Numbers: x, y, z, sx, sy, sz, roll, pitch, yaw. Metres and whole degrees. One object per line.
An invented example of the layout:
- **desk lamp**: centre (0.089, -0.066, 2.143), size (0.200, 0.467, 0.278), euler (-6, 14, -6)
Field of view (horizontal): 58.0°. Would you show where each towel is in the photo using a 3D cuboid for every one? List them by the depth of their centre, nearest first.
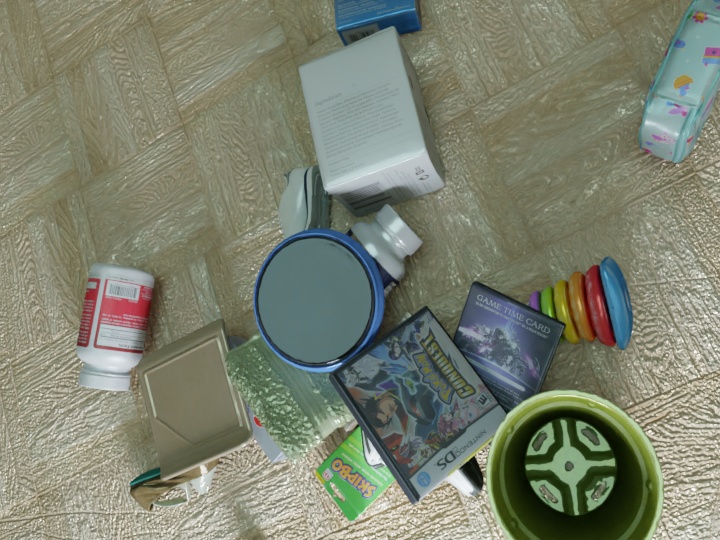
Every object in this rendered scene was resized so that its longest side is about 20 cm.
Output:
- **towel**: centre (-0.102, 0.166, 0.960), size (0.146, 0.037, 0.201), euler (-33, 65, -16)

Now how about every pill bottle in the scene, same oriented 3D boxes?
- **pill bottle**: centre (0.000, 0.000, 0.995), size (0.200, 0.111, 0.111), euler (-46, 70, 6)
- **pill bottle**: centre (-0.425, 0.098, 1.119), size (0.109, 0.112, 0.207), euler (5, 82, 19)

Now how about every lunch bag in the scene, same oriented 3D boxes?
- **lunch bag**: centre (0.446, -0.256, 0.872), size (0.076, 0.159, 0.205), euler (26, 94, 25)

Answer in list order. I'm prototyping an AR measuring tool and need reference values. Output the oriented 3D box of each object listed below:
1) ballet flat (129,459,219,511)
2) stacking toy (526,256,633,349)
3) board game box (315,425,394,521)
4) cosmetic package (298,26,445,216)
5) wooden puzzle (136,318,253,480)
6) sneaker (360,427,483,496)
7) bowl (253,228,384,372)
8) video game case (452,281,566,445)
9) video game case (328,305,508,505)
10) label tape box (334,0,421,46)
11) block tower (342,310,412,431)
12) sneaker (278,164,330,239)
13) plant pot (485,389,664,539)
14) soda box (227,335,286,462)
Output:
- **ballet flat**: centre (-0.289, 0.340, 1.061), size (0.196, 0.068, 0.074), euler (-29, 93, 11)
- **stacking toy**: centre (0.273, 0.062, 0.910), size (0.195, 0.109, 0.120), euler (-16, 89, 27)
- **board game box**: centre (0.027, 0.274, 0.981), size (0.200, 0.030, 0.096), euler (-45, 73, 3)
- **cosmetic package**: centre (0.021, -0.220, 1.000), size (0.160, 0.164, 0.207), euler (-16, 77, 14)
- **wooden puzzle**: centre (-0.262, 0.203, 1.028), size (0.181, 0.037, 0.206), euler (-25, 70, 19)
- **sneaker**: centre (0.078, 0.261, 0.932), size (0.201, 0.075, 0.116), euler (45, 110, 13)
- **bowl**: centre (-0.063, 0.043, 0.929), size (0.193, 0.039, 0.208), euler (0, 89, 9)
- **video game case**: centre (0.188, 0.139, 0.915), size (0.140, 0.019, 0.206), euler (26, 107, 29)
- **video game case**: centre (0.082, 0.176, 0.887), size (0.178, 0.026, 0.202), euler (-31, 72, -21)
- **label tape box**: centre (0.026, -0.500, 1.104), size (0.139, 0.066, 0.207), euler (-8, 75, 16)
- **block tower**: centre (0.029, 0.158, 0.988), size (0.054, 0.058, 0.201), euler (44, 97, 20)
- **sneaker**: centre (-0.098, -0.070, 1.070), size (0.078, 0.076, 0.207), euler (-3, 75, 29)
- **plant pot**: centre (0.266, 0.255, 0.823), size (0.194, 0.184, 0.208), euler (-3, 80, 18)
- **soda box**: centre (-0.163, 0.203, 1.038), size (0.068, 0.063, 0.201), euler (-45, 70, 8)
